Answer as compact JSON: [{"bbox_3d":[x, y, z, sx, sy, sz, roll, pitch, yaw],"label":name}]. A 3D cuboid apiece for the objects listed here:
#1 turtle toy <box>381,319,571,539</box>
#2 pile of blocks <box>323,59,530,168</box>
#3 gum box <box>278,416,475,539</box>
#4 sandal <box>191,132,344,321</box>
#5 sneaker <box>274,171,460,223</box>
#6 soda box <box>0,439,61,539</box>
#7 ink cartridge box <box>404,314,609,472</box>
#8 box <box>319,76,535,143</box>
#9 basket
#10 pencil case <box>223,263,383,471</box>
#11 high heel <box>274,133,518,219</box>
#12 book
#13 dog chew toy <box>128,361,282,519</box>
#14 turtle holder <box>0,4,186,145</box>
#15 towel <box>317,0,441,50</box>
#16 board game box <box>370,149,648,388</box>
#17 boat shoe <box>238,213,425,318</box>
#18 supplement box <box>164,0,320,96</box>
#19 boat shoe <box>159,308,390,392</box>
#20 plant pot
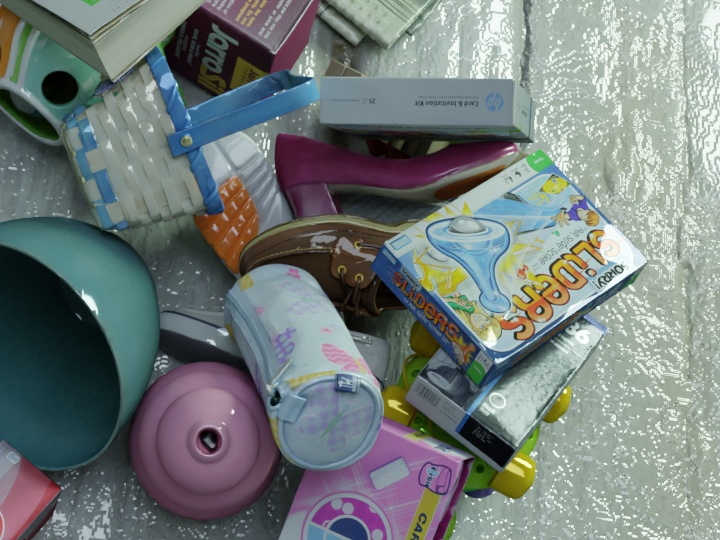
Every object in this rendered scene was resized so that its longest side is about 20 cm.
[{"bbox_3d":[0.074,0.139,1.698,0.145,0.101,0.201,29,63,0],"label":"turtle toy"},{"bbox_3d":[0.052,-0.116,1.835,0.199,0.082,0.063,27,96,7],"label":"pile of blocks"},{"bbox_3d":[-0.002,0.217,1.612,0.113,0.066,0.202,22,93,13],"label":"gum box"},{"bbox_3d":[-0.085,-0.018,1.760,0.079,0.059,0.208,-29,94,-6],"label":"sandal"},{"bbox_3d":[0.024,-0.051,1.788,0.198,0.079,0.079,21,107,12],"label":"sneaker"},{"bbox_3d":[-0.318,0.229,1.586,0.063,0.070,0.200,38,64,4],"label":"soda box"},{"bbox_3d":[0.126,0.065,1.665,0.099,0.039,0.200,35,47,7],"label":"ink cartridge box"},{"bbox_3d":[0.059,-0.130,1.690,0.154,0.200,0.042,2,89,9],"label":"box"},{"bbox_3d":[-0.135,-0.113,1.642,0.198,0.176,0.140,-19,99,-9],"label":"basket"},{"bbox_3d":[-0.047,0.071,1.569,0.090,0.084,0.200,8,23,-19],"label":"pencil case"},{"bbox_3d":[0.028,-0.098,1.719,0.198,0.067,0.097,-19,75,11],"label":"high heel"},{"bbox_3d":[-0.207,-0.239,1.648,0.133,0.048,0.200,-40,44,-17],"label":"book"},{"bbox_3d":[-0.119,0.131,1.597,0.123,0.200,0.126,0,85,-5],"label":"dog chew toy"},{"bbox_3d":[-0.236,-0.167,1.755,0.140,0.186,0.132,14,61,38],"label":"turtle holder"},{"bbox_3d":[0.003,-0.313,1.924,0.199,0.035,0.193,38,61,7],"label":"towel"},{"bbox_3d":[0.122,-0.005,1.668,0.199,0.035,0.135,-32,72,-38],"label":"board game box"},{"bbox_3d":[0.000,0.000,1.687,0.198,0.072,0.068,-1,44,-6],"label":"boat shoe"},{"bbox_3d":[-0.142,-0.244,1.802,0.199,0.131,0.104,31,64,3],"label":"supplement box"},{"bbox_3d":[-0.072,0.058,1.704,0.198,0.072,0.066,13,65,11],"label":"boat shoe"},{"bbox_3d":[-0.236,0.037,1.638,0.200,0.201,0.135,39,40,6],"label":"plant pot"}]
